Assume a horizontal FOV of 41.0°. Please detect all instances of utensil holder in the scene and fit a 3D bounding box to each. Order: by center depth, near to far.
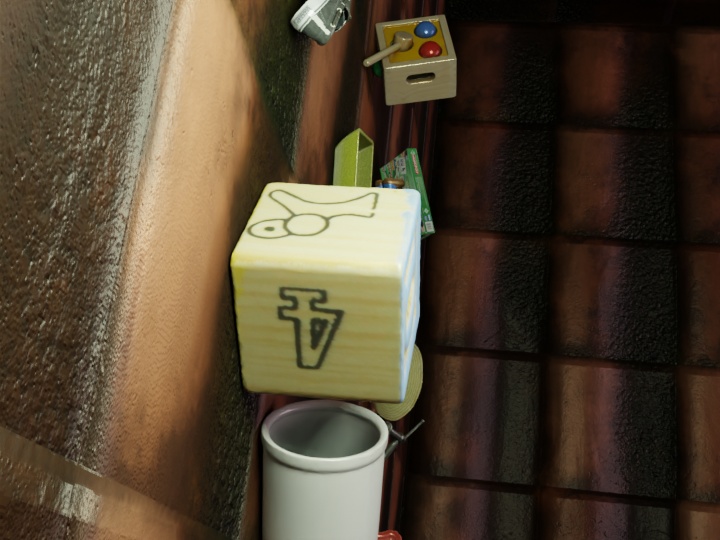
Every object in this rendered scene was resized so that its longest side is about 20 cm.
[{"bbox_3d":[-0.051,0.301,1.281,0.170,0.167,0.204,-61,155,-71],"label":"utensil holder"}]

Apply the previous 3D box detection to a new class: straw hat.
[{"bbox_3d":[0.058,0.249,2.290,0.084,0.200,0.205,22,65,-35],"label":"straw hat"}]

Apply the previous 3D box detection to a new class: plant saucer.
[{"bbox_3d":[-0.016,-0.145,1.741,0.200,0.047,0.204,-4,97,-82],"label":"plant saucer"}]

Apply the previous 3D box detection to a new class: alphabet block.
[{"bbox_3d":[-0.033,0.023,1.164,0.196,0.196,0.199,-72,163,-58],"label":"alphabet block"}]

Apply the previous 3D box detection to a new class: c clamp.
[{"bbox_3d":[0.064,0.406,2.298,0.171,0.027,0.200,-49,155,2],"label":"c clamp"}]

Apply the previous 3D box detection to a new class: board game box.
[{"bbox_3d":[0.107,-0.165,2.242,0.134,0.029,0.204,-28,-109,60],"label":"board game box"}]

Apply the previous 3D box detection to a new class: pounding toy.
[{"bbox_3d":[0.098,-0.453,2.043,0.143,0.196,0.186,84,-2,-50],"label":"pounding toy"}]

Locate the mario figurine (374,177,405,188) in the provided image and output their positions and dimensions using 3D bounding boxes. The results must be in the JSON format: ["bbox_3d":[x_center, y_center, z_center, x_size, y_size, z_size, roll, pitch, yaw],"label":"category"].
[{"bbox_3d":[0.077,-0.107,2.230,0.123,0.104,0.204,34,58,-83],"label":"mario figurine"}]

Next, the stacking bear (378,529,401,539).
[{"bbox_3d":[0.023,0.701,2.220,0.115,0.119,0.202,-80,177,-50],"label":"stacking bear"}]

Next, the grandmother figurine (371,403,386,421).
[{"bbox_3d":[0.045,0.358,2.383,0.122,0.059,0.203,100,-2,-72],"label":"grandmother figurine"}]

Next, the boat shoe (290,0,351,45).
[{"bbox_3d":[-0.044,-0.358,1.338,0.069,0.057,0.201,-43,-170,30],"label":"boat shoe"}]
